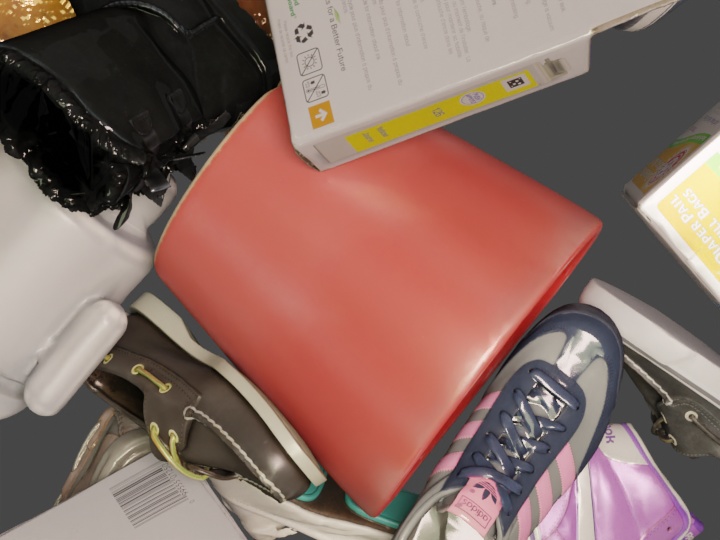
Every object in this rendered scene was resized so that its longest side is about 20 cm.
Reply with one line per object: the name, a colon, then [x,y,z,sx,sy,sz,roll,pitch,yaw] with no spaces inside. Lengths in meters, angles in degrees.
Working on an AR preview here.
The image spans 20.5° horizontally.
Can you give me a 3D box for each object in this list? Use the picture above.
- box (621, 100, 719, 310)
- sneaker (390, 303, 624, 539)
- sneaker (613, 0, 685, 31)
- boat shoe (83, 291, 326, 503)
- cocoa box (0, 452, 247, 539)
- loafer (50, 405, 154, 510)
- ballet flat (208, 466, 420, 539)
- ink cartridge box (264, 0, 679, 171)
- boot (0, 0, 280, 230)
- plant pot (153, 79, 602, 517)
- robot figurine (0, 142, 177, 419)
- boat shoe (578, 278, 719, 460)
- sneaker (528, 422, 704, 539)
box: [0.250,-0.064,1.063,0.200,0.101,0.113,-41,94,7]
sneaker: [0.077,0.108,1.050,0.070,0.082,0.201,31,94,6]
sneaker: [0.229,-0.192,1.058,0.145,0.077,0.203,10,136,-30]
boat shoe: [-0.086,0.078,1.049,0.060,0.201,0.072,-40,124,-11]
cocoa box: [-0.098,0.214,1.037,0.132,0.200,0.132,-28,124,-13]
loafer: [-0.161,0.171,1.146,0.071,0.063,0.201,20,104,-34]
ballet flat: [-0.025,0.137,1.129,0.198,0.069,0.070,26,99,-2]
ink cartridge box: [0.043,-0.173,0.971,0.198,0.047,0.200,-18,67,14]
boot: [-0.143,-0.121,1.031,0.198,0.162,0.073,45,130,7]
plant pot: [0.000,0.000,1.049,0.177,0.200,0.201,38,98,6]
robot figurine: [-0.191,0.002,1.088,0.200,0.113,0.170,-46,54,8]
boat shoe: [0.195,0.081,1.105,0.199,0.069,0.057,37,99,-5]
sneaker: [0.145,0.185,1.121,0.113,0.073,0.203,-11,99,-1]
